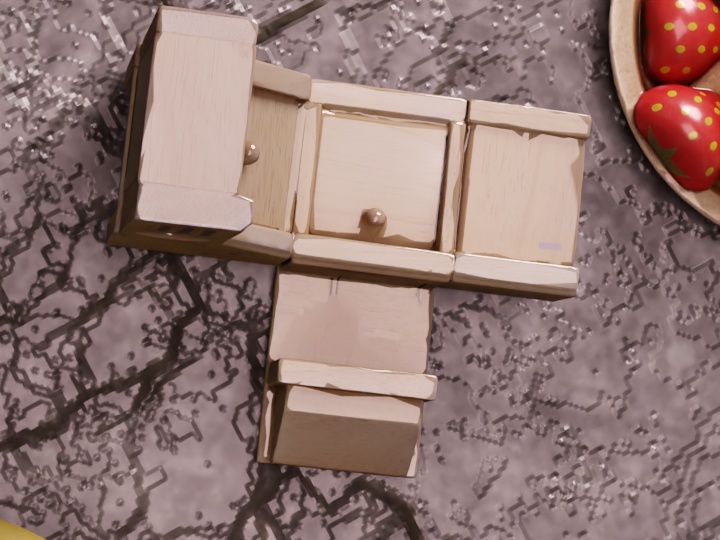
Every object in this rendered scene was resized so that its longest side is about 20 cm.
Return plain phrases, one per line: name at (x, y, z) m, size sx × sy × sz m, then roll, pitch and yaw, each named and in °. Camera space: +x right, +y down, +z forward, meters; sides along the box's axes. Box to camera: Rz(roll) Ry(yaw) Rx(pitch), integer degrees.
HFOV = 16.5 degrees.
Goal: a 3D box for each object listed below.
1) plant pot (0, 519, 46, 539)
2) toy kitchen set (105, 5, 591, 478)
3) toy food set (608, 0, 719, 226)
plant pot at (-0.150, 0.176, 0.937) m, size 0.199 × 0.142 × 0.201 m, roll 12°, pitch 70°, yaw -35°
toy kitchen set at (0.000, 0.000, 1.000) m, size 0.199 × 0.180 × 0.164 m, roll 7°, pitch 86°, yaw -8°
toy food set at (0.209, -0.108, 1.124) m, size 0.197 × 0.049 × 0.201 m, roll 22°, pitch 82°, yaw -11°
